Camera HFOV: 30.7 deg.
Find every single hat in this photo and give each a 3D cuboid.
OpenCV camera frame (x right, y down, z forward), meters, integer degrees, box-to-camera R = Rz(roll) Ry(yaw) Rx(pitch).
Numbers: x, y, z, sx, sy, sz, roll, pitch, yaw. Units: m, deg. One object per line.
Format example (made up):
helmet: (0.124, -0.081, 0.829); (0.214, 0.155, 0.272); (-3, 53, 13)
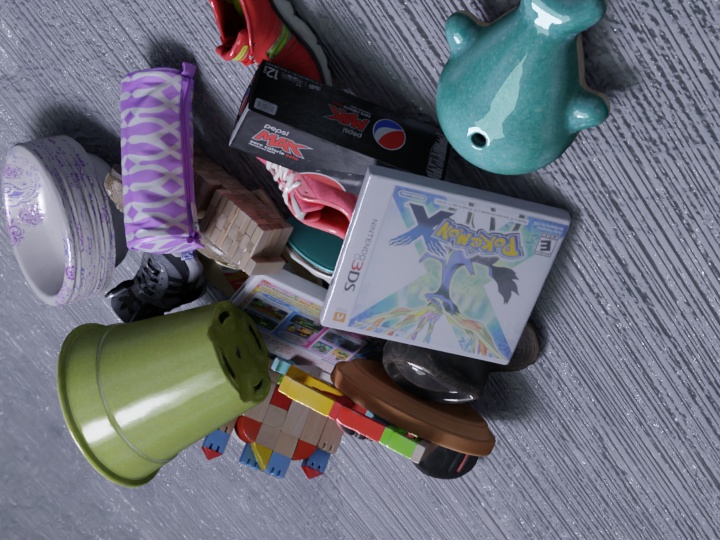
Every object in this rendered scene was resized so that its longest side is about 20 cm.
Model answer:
hat: (0.085, 0.091, 1.381); (0.199, 0.081, 0.201); (12, 149, 7)

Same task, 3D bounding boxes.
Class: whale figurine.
whale figurine: (0.131, -0.160, 1.087); (0.159, 0.104, 0.200); (34, 145, 8)

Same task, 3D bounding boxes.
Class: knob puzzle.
knob puzzle: (-0.114, -0.009, 1.545); (0.219, 0.030, 0.220); (24, 142, 20)

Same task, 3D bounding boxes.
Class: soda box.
soda box: (-0.018, -0.123, 1.242); (0.199, 0.064, 0.071); (21, 147, -12)

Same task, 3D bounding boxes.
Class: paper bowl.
paper bowl: (-0.352, -0.065, 1.597); (0.200, 0.104, 0.202); (29, 126, 49)

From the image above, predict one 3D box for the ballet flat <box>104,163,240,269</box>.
ballet flat: (-0.204, -0.053, 1.478); (0.199, 0.067, 0.047); (30, 108, 3)

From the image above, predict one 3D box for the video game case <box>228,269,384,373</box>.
video game case: (-0.059, 0.072, 1.538); (0.199, 0.024, 0.182); (25, 147, -14)

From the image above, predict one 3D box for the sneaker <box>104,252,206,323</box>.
sneaker: (-0.251, 0.013, 1.579); (0.076, 0.114, 0.200); (50, 167, 16)

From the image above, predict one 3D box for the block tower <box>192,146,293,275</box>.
block tower: (-0.158, -0.073, 1.437); (0.200, 0.054, 0.058); (41, 115, 27)

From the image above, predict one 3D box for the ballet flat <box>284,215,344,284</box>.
ballet flat: (0.000, 0.000, 1.425); (0.199, 0.070, 0.070); (19, 141, 20)

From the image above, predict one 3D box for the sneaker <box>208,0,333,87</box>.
sneaker: (-0.099, -0.216, 1.252); (0.077, 0.085, 0.201); (-3, 127, 45)

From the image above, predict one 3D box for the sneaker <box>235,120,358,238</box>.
sneaker: (-0.053, -0.096, 1.330); (0.199, 0.087, 0.074); (32, 144, 10)

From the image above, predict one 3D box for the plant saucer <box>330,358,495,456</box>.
plant saucer: (0.062, 0.147, 1.465); (0.199, 0.032, 0.200); (25, -173, -3)

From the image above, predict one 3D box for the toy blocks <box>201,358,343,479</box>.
toy blocks: (-0.100, 0.189, 1.595); (0.199, 0.138, 0.100); (24, 166, -12)

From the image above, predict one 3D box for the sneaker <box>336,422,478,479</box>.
sneaker: (0.056, 0.177, 1.572); (0.199, 0.087, 0.074); (29, 106, -18)

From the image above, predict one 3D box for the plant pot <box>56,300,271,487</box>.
plant pot: (-0.210, 0.124, 1.501); (0.189, 0.200, 0.201); (-22, 117, 22)

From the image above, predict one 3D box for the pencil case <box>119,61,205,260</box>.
pencil case: (-0.210, -0.114, 1.387); (0.085, 0.084, 0.202); (-10, 82, 34)

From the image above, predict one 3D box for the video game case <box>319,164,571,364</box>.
video game case: (0.078, -0.001, 1.262); (0.199, 0.022, 0.183); (12, 124, -10)

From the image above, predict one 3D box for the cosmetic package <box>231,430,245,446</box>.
cosmetic package: (-0.143, 0.150, 1.683); (0.200, 0.107, 0.090); (42, 146, -1)

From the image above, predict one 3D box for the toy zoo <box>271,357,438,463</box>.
toy zoo: (-0.009, 0.147, 1.428); (0.199, 0.021, 0.131); (26, -174, 11)
